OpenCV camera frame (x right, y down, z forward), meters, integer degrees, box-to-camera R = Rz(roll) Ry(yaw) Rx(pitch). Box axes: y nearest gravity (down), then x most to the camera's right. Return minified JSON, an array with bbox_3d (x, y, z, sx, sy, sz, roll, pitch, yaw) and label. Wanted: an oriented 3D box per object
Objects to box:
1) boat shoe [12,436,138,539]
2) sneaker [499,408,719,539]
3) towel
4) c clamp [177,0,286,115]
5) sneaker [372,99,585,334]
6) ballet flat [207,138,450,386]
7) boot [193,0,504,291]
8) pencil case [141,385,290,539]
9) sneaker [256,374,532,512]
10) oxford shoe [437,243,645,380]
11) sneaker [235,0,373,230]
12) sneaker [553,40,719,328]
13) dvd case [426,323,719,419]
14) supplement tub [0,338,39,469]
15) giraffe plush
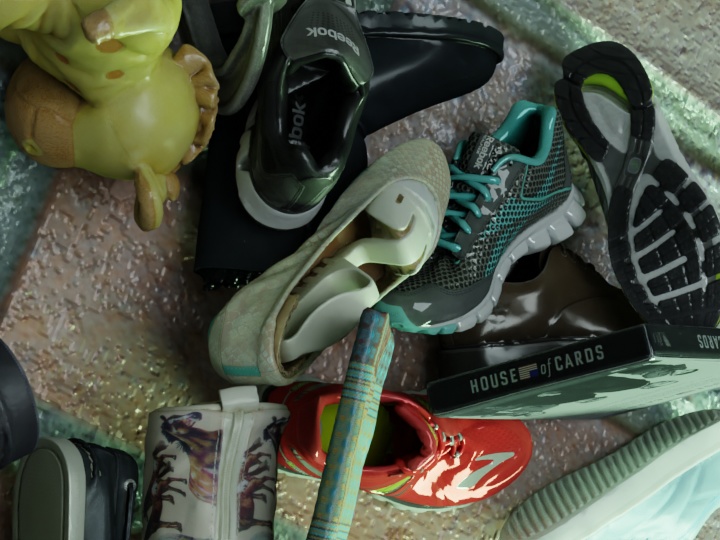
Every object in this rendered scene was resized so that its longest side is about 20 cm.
[{"bbox_3d":[-0.150,0.189,1.150,0.066,0.074,0.201,1,88,-43],"label":"boat shoe"},{"bbox_3d":[0.178,0.160,1.372,0.199,0.074,0.082,-24,98,-31],"label":"sneaker"},{"bbox_3d":[-0.011,0.124,1.130,0.022,0.147,0.201,13,85,3],"label":"towel"},{"bbox_3d":[-0.081,-0.191,1.144,0.027,0.171,0.201,-9,76,-28],"label":"c clamp"},{"bbox_3d":[0.065,-0.037,1.278,0.200,0.077,0.092,-43,138,-44],"label":"sneaker"},{"bbox_3d":[0.000,0.000,1.168,0.200,0.062,0.068,-45,124,-29],"label":"ballet flat"},{"bbox_3d":[-0.006,-0.065,1.253,0.199,0.076,0.169,1,84,-27],"label":"boot"},{"bbox_3d":[-0.080,0.163,1.134,0.077,0.089,0.202,7,82,-26],"label":"pencil case"},{"bbox_3d":[0.027,0.105,1.265,0.199,0.085,0.078,8,85,-33],"label":"sneaker"},{"bbox_3d":[0.135,0.018,1.351,0.199,0.073,0.085,-5,88,-35],"label":"oxford shoe"},{"bbox_3d":[-0.025,-0.127,1.164,0.066,0.090,0.202,7,78,-20],"label":"sneaker"},{"bbox_3d":[0.184,-0.045,1.346,0.081,0.073,0.201,42,31,-66],"label":"sneaker"},{"bbox_3d":[0.155,0.062,1.279,0.199,0.150,0.025,5,71,-55],"label":"dvd case"},{"bbox_3d":[-0.260,0.097,1.059,0.199,0.107,0.108,-24,101,-32],"label":"supplement tub"},{"bbox_3d":[-0.139,-0.119,1.137,0.173,0.199,0.163,-53,150,-37],"label":"giraffe plush"}]
